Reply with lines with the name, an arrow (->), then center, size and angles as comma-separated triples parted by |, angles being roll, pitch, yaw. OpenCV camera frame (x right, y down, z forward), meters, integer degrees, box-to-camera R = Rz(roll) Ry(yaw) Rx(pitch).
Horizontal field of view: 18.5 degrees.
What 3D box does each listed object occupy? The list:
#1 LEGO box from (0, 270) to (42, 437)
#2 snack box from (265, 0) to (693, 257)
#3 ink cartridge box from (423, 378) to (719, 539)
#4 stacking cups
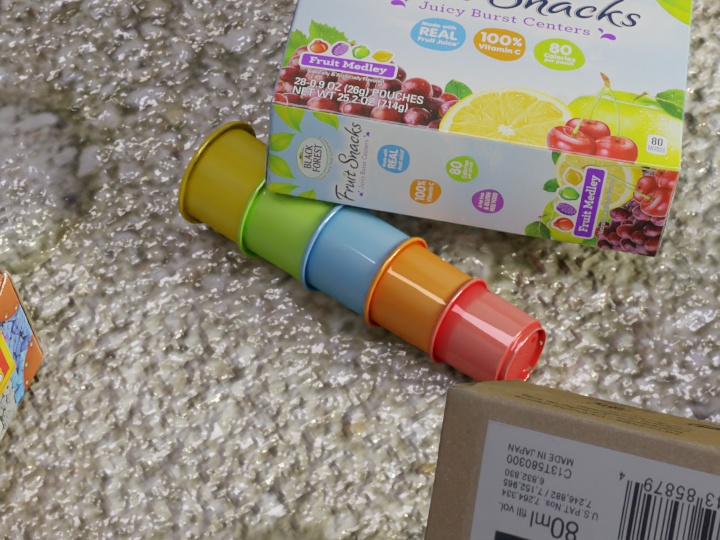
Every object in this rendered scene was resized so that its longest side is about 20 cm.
LEGO box -> -0.281, 0.058, 1.075 | 0.199, 0.077, 0.149 | 13, 57, 17
snack box -> 0.064, -0.102, 1.118 | 0.199, 0.068, 0.169 | 11, 46, 3
ink cartridge box -> 0.122, 0.143, 0.896 | 0.199, 0.075, 0.166 | 11, 94, 30
stacking cups -> 0.000, 0.000, 1.102 | 0.200, 0.061, 0.061 | 34, 66, 23
